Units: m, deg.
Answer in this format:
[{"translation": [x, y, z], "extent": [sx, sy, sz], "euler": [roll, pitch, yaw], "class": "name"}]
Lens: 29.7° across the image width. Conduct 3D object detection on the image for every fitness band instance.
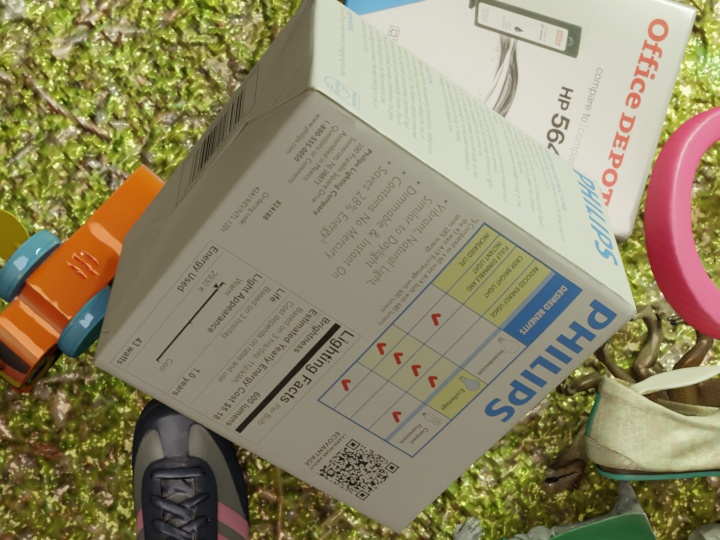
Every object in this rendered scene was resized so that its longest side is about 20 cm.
[{"translation": [0.256, -0.025, 0.797], "extent": [0.199, 0.037, 0.145], "euler": [5, 87, -25], "class": "fitness band"}]

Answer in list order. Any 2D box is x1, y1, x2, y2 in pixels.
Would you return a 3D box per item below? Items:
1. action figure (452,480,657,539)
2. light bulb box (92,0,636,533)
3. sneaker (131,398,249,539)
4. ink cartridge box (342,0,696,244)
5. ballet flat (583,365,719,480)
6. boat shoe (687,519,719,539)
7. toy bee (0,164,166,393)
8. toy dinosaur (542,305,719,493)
[{"translation": [0.074, 0.179, 0.794], "extent": [0.199, 0.118, 0.055], "euler": [-25, 64, 6], "class": "action figure"}, {"translation": [0.000, 0.000, 0.715], "extent": [0.199, 0.125, 0.198], "euler": [32, 119, -20], "class": "light bulb box"}, {"translation": [-0.097, 0.171, 0.790], "extent": [0.070, 0.082, 0.201], "euler": [-9, 86, -1], "class": "sneaker"}, {"translation": [0.081, -0.112, 0.810], "extent": [0.199, 0.084, 0.147], "euler": [17, 87, 0], "class": "ink cartridge box"}, {"translation": [0.223, 0.087, 0.774], "extent": [0.199, 0.067, 0.063], "euler": [2, 96, -19], "class": "ballet flat"}, {"translation": [0.196, 0.247, 0.794], "extent": [0.068, 0.075, 0.201], "euler": [2, 87, -6], "class": "boat shoe"}, {"translation": [-0.190, 0.023, 0.800], "extent": [0.199, 0.109, 0.131], "euler": [-25, 78, -27], "class": "toy bee"}, {"translation": [0.187, 0.074, 0.825], "extent": [0.199, 0.058, 0.102], "euler": [-15, 104, -15], "class": "toy dinosaur"}]
